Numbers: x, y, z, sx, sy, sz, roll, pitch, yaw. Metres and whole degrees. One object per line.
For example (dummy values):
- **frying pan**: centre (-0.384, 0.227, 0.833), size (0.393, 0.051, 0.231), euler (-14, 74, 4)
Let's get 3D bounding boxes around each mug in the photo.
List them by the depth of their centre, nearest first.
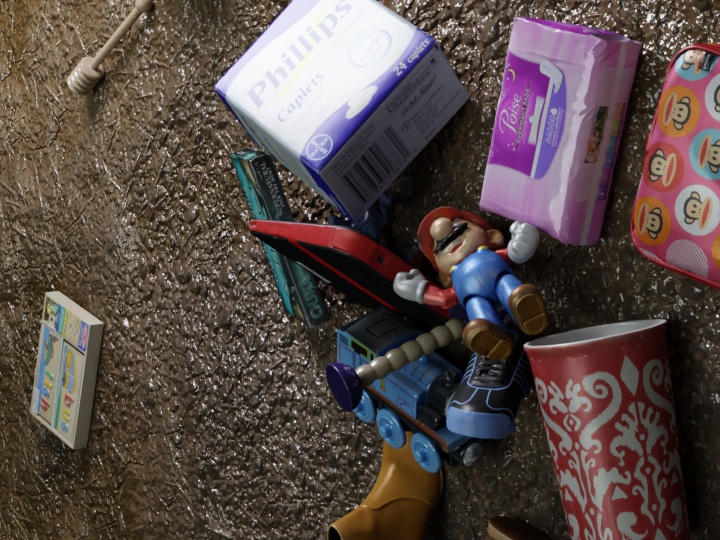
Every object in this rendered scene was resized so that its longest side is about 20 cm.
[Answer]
- **mug**: centre (0.235, 0.154, 1.328), size (0.132, 0.177, 0.202), euler (-11, 90, 8)

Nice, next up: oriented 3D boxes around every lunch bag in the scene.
- **lunch bag**: centre (0.330, -0.082, 1.211), size (0.175, 0.082, 0.202), euler (27, 115, 39)

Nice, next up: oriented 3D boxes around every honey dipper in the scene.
- **honey dipper**: centre (-0.343, -0.313, 1.962), size (0.200, 0.038, 0.038), euler (-42, 64, 39)

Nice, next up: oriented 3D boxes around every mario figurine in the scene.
- **mario figurine**: centre (0.100, -0.005, 1.364), size (0.200, 0.122, 0.107), euler (-119, 25, -57)

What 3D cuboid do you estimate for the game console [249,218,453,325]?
- **game console**: centre (0.000, 0.000, 1.505), size (0.176, 0.200, 0.031), euler (13, 74, 49)

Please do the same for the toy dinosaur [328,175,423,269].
- **toy dinosaur**: centre (0.012, -0.075, 1.589), size (0.104, 0.200, 0.183), euler (-19, 100, 5)

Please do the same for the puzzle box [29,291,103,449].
- **puzzle box**: centre (-0.437, 0.148, 2.119), size (0.133, 0.025, 0.202), euler (27, 113, 43)

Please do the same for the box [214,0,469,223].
- **box**: centre (-0.023, -0.187, 1.506), size (0.184, 0.105, 0.200), euler (-47, 51, -4)

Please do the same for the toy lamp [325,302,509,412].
- **toy lamp**: centre (0.061, 0.075, 1.436), size (0.058, 0.199, 0.059), euler (50, 154, 37)

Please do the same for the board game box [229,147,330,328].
- **board game box**: centre (-0.094, -0.040, 1.631), size (0.135, 0.028, 0.202), euler (-156, 45, -74)

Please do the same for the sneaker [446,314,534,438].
- **sneaker**: centre (0.127, 0.099, 1.373), size (0.069, 0.200, 0.079), euler (6, 104, 14)

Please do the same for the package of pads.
- **package of pads**: centre (0.186, -0.135, 1.362), size (0.120, 0.075, 0.202), euler (24, 111, 43)

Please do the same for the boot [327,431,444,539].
- **boot**: centre (0.022, 0.255, 1.533), size (0.070, 0.143, 0.203), euler (-16, 82, 46)

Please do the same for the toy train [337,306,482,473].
- **toy train**: centre (0.055, 0.127, 1.510), size (0.200, 0.086, 0.115), euler (34, 138, 41)

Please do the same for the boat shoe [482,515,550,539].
- **boat shoe**: centre (0.192, 0.315, 1.408), size (0.200, 0.070, 0.071), euler (28, 107, 52)
